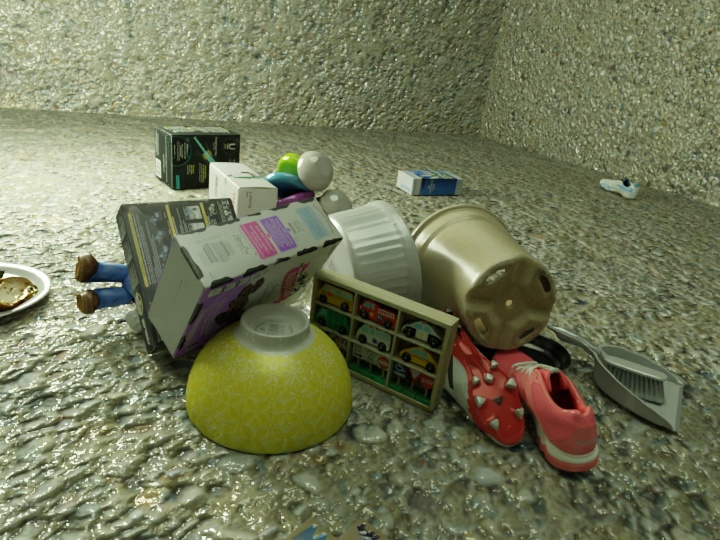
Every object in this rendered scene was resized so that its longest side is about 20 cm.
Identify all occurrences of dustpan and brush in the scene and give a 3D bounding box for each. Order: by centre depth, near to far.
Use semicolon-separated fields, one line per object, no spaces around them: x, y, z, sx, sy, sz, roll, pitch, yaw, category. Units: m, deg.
0.363;0.135;0.736;0.199;0.058;0.139;21;26;28;dustpan and brush

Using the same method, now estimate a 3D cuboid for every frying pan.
0.222;0.129;0.743;0.189;0.031;0.115;-9;29;-28;frying pan

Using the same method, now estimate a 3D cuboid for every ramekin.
0.000;0.000;0.773;0.097;0.202;0.200;-12;29;-24;ramekin

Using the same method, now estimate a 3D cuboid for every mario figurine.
-0.296;0.011;0.738;0.199;0.124;0.106;-4;28;-39;mario figurine

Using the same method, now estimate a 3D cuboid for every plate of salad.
-0.558;0.020;0.727;0.199;0.048;0.200;7;24;-3;plate of salad

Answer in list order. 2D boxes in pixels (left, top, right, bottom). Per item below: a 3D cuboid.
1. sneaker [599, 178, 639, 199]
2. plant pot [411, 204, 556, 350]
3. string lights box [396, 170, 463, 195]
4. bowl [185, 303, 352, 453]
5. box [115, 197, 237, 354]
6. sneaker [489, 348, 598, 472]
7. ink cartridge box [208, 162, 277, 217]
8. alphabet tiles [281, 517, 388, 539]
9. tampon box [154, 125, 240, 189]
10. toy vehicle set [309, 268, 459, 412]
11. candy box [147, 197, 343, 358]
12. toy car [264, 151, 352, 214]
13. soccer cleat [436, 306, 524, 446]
1.075;-0.354;2.108;0.071;0.073;0.200;-2;23;-17;sneaker
0.179;0.020;0.748;0.199;0.202;0.184;2;18;-14;plant pot
0.232;-0.294;1.709;0.199;0.059;0.103;-4;27;-26;string lights box
-0.102;0.104;0.601;0.199;0.108;0.200;7;22;-3;bowl
-0.236;0.000;0.716;0.160;0.201;0.049;-11;-13;-39;box
0.226;0.142;0.623;0.073;0.087;0.200;-9;28;-11;sneaker
-0.248;-0.127;1.049;0.084;0.147;0.200;-5;27;-31;ink cartridge box
-0.025;0.268;0.369;0.166;0.006;0.199;25;28;34;alphabet tiles
-0.457;-0.321;1.431;0.199;0.151;0.126;-12;30;-39;tampon box
0.020;0.087;0.659;0.199;0.125;0.026;19;25;27;toy vehicle set
-0.142;0.006;0.632;0.199;0.168;0.072;-24;72;-42;candy box
-0.130;-0.144;1.079;0.174;0.201;0.150;-10;23;49;toy car
0.137;0.138;0.654;0.068;0.085;0.200;-20;55;-21;soccer cleat
